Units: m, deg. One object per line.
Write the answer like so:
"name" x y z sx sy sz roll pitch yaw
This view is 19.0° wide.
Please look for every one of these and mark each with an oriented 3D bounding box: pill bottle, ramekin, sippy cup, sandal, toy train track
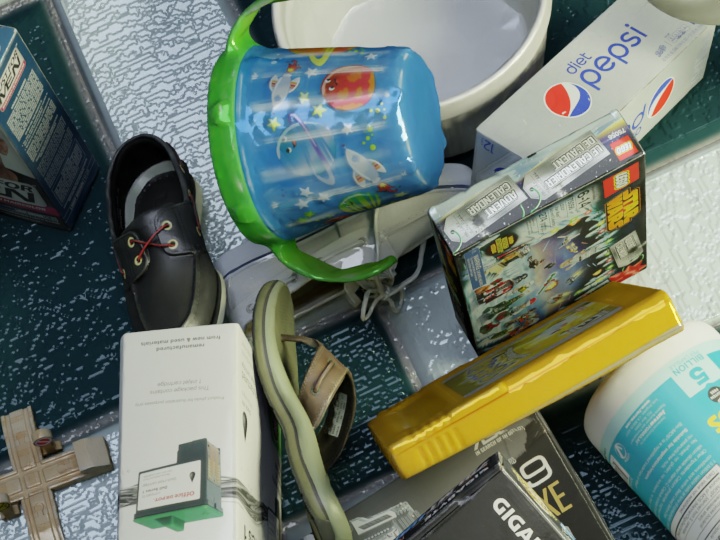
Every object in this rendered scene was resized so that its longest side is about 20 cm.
"pill bottle" 0.242 0.135 1.364 0.111 0.111 0.200 -37 64 -8
"ramekin" 0.042 -0.174 1.556 0.200 0.105 0.201 -4 63 8
"sippy cup" -0.017 -0.091 1.422 0.130 0.178 0.140 -7 49 19
"sandal" -0.027 0.095 1.416 0.057 0.080 0.201 -19 58 1
"toy train track" -0.271 0.158 1.496 0.200 0.033 0.115 -21 62 2

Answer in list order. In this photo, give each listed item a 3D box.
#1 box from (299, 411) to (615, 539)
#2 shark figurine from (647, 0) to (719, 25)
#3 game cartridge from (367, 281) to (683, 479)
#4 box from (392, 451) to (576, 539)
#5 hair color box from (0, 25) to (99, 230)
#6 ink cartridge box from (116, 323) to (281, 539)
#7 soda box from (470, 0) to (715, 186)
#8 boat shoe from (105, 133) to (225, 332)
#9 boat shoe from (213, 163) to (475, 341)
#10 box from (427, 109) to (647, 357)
"box" 0.063 0.198 1.369 0.200 0.050 0.158 -32 50 6
"shark figurine" 0.290 -0.163 1.503 0.089 0.214 0.128 -20 90 40
"game cartridge" 0.100 0.068 1.394 0.200 0.176 0.033 -27 93 -4
"box" 0.072 0.247 1.279 0.198 0.050 0.200 -40 94 7
"hair color box" -0.267 -0.107 1.529 0.100 0.200 0.061 15 68 18
"ink cartridge box" -0.103 0.156 1.401 0.084 0.146 0.201 -6 64 8
"soda box" 0.163 -0.117 1.498 0.068 0.064 0.200 33 57 22
"boat shoe" -0.142 -0.014 1.503 0.074 0.063 0.202 -25 44 12
"boat shoe" -0.002 -0.002 1.498 0.201 0.075 0.086 -22 62 3
"box" 0.121 -0.020 1.411 0.137 0.200 0.040 -29 68 -3
